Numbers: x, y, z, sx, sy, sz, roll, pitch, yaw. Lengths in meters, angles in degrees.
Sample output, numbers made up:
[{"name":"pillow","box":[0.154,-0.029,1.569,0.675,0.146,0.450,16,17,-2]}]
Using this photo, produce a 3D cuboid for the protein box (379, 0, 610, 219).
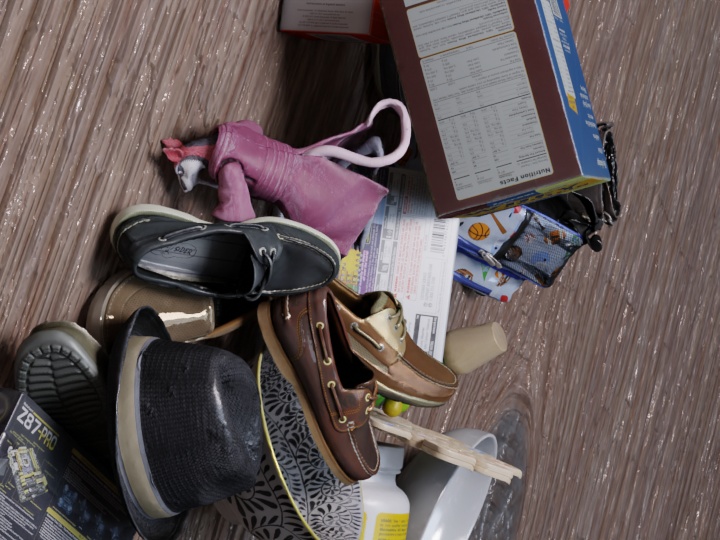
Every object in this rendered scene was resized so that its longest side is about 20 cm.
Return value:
[{"name":"protein box","box":[0.125,-0.160,1.709,0.199,0.135,0.201,-8,84,-76]}]

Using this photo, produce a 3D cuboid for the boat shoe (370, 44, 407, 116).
[{"name":"boat shoe","box":[0.063,-0.252,1.890,0.074,0.073,0.201,14,84,-59]}]

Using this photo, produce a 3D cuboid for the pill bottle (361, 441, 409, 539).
[{"name":"pill bottle","box":[-0.013,0.263,1.828,0.112,0.112,0.201,12,86,-59]}]

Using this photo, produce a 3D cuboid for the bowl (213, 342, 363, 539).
[{"name":"bowl","box":[-0.082,0.168,1.686,0.201,0.094,0.201,57,21,-36]}]

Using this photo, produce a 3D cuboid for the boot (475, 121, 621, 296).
[{"name":"boot","box":[0.196,-0.064,2.051,0.069,0.174,0.201,-13,107,-57]}]

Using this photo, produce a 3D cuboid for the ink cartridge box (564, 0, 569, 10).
[{"name":"ink cartridge box","box":[0.196,-0.278,2.134,0.200,0.057,0.163,-60,142,-26]}]

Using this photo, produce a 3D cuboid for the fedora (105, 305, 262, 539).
[{"name":"fedora","box":[-0.130,0.123,1.503,0.201,0.091,0.201,-4,90,-77]}]

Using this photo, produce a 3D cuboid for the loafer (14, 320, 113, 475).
[{"name":"loafer","box":[-0.217,0.095,1.512,0.200,0.075,0.070,70,17,-52]}]

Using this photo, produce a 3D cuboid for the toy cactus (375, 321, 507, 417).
[{"name":"toy cactus","box":[0.065,0.084,1.888,0.200,0.165,0.103,0,70,-65]}]

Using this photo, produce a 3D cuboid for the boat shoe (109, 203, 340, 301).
[{"name":"boat shoe","box":[-0.105,-0.006,1.567,0.199,0.066,0.075,14,115,-24]}]

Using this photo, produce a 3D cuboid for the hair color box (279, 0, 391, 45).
[{"name":"hair color box","box":[-0.007,-0.311,1.737,0.061,0.101,0.201,7,91,-60]}]

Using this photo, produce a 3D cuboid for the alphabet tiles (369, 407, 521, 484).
[{"name":"alphabet tiles","box":[0.053,0.159,1.823,0.195,0.200,0.015,22,89,-37]}]

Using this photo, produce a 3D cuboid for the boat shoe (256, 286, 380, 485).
[{"name":"boat shoe","box":[-0.020,0.103,1.668,0.070,0.070,0.200,-85,153,-57]}]

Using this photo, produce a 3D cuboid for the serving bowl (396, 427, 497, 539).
[{"name":"serving bowl","box":[0.070,0.249,1.985,0.200,0.066,0.200,-52,157,-34]}]

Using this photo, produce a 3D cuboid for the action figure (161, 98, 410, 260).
[{"name":"action figure","box":[-0.072,-0.081,1.617,0.199,0.149,0.134,15,49,-24]}]

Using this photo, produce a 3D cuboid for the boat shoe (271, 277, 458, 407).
[{"name":"boat shoe","box":[0.007,0.055,1.725,0.074,0.200,0.076,-55,-161,18]}]

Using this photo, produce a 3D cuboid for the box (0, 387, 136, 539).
[{"name":"box","box":[-0.258,0.206,1.474,0.200,0.049,0.162,53,54,-49]}]

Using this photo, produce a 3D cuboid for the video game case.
[{"name":"video game case","box":[0.000,0.000,1.783,0.182,0.023,0.201,8,90,-19]}]

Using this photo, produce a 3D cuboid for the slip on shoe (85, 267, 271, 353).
[{"name":"slip on shoe","box":[-0.151,0.033,1.604,0.200,0.060,0.076,-9,103,-58]}]

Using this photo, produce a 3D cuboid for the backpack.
[{"name":"backpack","box":[0.117,-0.075,1.919,0.190,0.200,0.154,33,104,-32]}]
